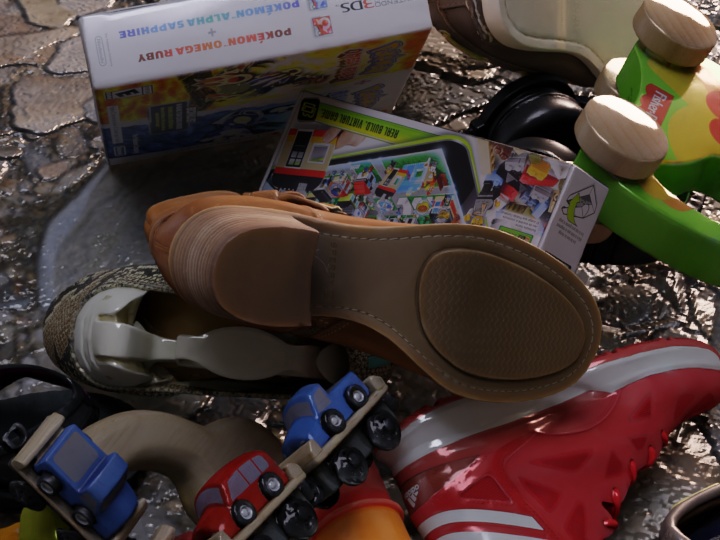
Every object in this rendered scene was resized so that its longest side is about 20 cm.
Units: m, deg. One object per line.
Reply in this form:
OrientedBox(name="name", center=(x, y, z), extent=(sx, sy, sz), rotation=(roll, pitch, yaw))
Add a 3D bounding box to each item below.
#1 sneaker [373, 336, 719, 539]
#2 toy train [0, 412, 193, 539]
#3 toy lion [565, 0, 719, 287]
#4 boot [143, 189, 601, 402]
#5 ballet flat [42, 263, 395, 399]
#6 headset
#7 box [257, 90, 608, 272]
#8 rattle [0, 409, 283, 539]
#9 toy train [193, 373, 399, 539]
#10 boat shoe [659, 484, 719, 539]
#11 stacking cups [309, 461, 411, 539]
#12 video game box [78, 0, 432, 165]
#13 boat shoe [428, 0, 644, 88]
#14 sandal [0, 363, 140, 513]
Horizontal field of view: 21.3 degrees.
OrientedBox(name="sneaker", center=(0.108, 0.107, 0.906), extent=(0.199, 0.078, 0.116), rotation=(-13, 71, -28))
OrientedBox(name="toy train", center=(-0.073, 0.134, 0.803), extent=(0.200, 0.046, 0.034), rotation=(45, 51, -12))
OrientedBox(name="toy lion", center=(0.209, -0.053, 1.026), extent=(0.191, 0.069, 0.200), rotation=(31, 39, 3))
OrientedBox(name="boot", center=(0.000, 0.000, 0.887), extent=(0.198, 0.074, 0.155), rotation=(16, 3, -20))
OrientedBox(name="ballet flat", center=(-0.081, 0.034, 0.944), extent=(0.198, 0.069, 0.075), rotation=(4, 7, 19))
OrientedBox(name="headset", center=(0.092, -0.048, 1.081), extent=(0.198, 0.094, 0.124), rotation=(11, 39, -5))
OrientedBox(name="box", center=(0.024, -0.020, 0.988), extent=(0.199, 0.035, 0.111), rotation=(19, 84, 43))
OrientedBox(name="rattle", center=(-0.093, 0.130, 0.912), extent=(0.130, 0.143, 0.200), rotation=(50, 42, 8))
OrientedBox(name="toy train", center=(-0.045, 0.100, 0.781), extent=(0.046, 0.034, 0.200), rotation=(48, 45, 0))
OrientedBox(name="boat shoe", center=(0.223, 0.111, 0.867), extent=(0.198, 0.060, 0.072), rotation=(-16, 42, -12))
OrientedBox(name="stacking cups", center=(0.013, 0.161, 0.820), extent=(0.060, 0.061, 0.201), rotation=(-17, 52, -14))
OrientedBox(name="video game box", center=(-0.061, -0.113, 1.075), extent=(0.181, 0.200, 0.047), rotation=(-13, 83, -7))
OrientedBox(name="boat shoe", center=(0.114, -0.142, 1.119), extent=(0.059, 0.073, 0.199), rotation=(1, -3, 38))
OrientedBox(name="sandal", center=(-0.175, 0.077, 0.906), extent=(0.199, 0.048, 0.075), rotation=(0, 40, -45))
